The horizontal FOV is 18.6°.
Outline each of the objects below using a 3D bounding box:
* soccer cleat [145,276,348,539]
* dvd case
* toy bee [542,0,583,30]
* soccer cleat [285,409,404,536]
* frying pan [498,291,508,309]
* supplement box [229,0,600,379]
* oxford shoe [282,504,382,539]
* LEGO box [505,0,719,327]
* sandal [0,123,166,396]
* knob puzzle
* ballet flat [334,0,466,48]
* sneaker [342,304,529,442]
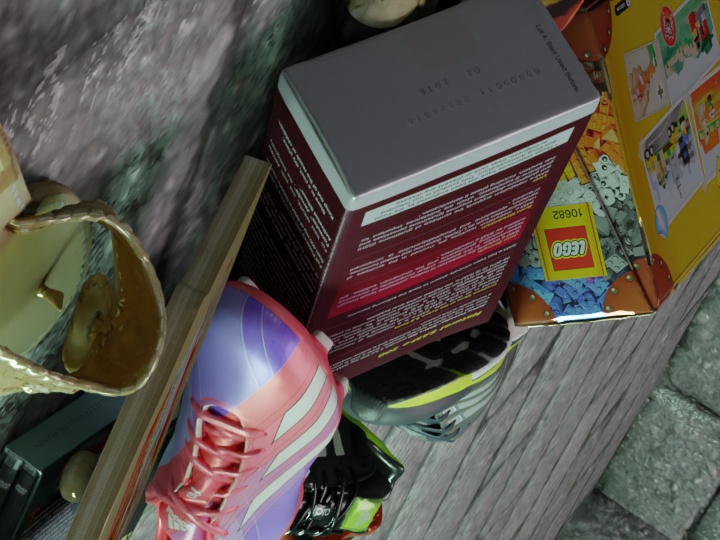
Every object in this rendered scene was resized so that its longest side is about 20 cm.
[{"bbox_3d":[-0.054,0.074,0.896,0.076,0.067,0.200,-48,166,-25],"label":"soccer cleat"},{"bbox_3d":[-0.134,0.127,0.904,0.200,0.022,0.146,-62,167,27],"label":"dvd case"},{"bbox_3d":[0.087,-0.181,0.833,0.200,0.108,0.131,-55,-157,24],"label":"toy bee"},{"bbox_3d":[-0.031,0.104,1.109,0.068,0.081,0.200,-60,168,16],"label":"soccer cleat"},{"bbox_3d":[0.053,-0.044,1.094,0.031,0.115,0.190,-14,-168,9],"label":"frying pan"},{"bbox_3d":[0.014,-0.024,0.877,0.109,0.061,0.200,-22,160,-20],"label":"supplement box"},{"bbox_3d":[-0.041,0.137,1.250,0.072,0.071,0.200,-29,-179,17],"label":"oxford shoe"},{"bbox_3d":[0.129,-0.080,1.093,0.200,0.077,0.149,-39,119,-56],"label":"LEGO box"},{"bbox_3d":[-0.092,0.012,0.644,0.078,0.070,0.212,-54,168,-10],"label":"sandal"},{"bbox_3d":[-0.093,0.077,0.736,0.220,0.030,0.220,-157,-90,-88],"label":"knob puzzle"},{"bbox_3d":[0.029,-0.097,0.878,0.067,0.057,0.200,-56,168,-4],"label":"ballet flat"},{"bbox_3d":[0.038,0.051,1.077,0.200,0.074,0.081,-24,135,-66],"label":"sneaker"}]
